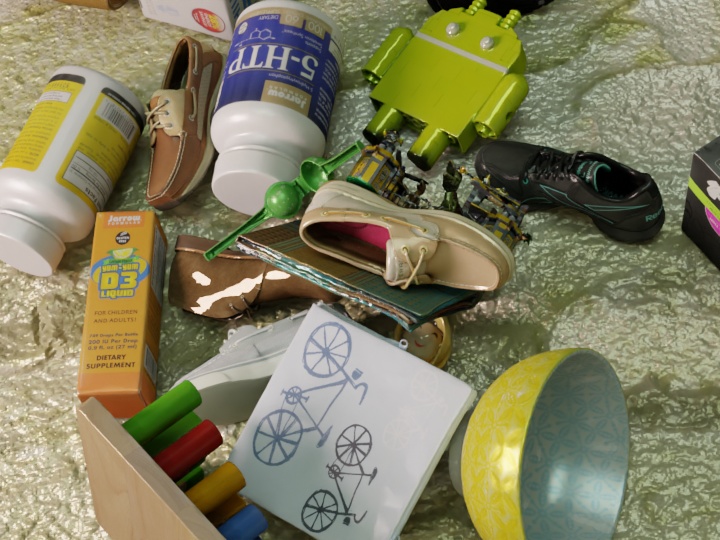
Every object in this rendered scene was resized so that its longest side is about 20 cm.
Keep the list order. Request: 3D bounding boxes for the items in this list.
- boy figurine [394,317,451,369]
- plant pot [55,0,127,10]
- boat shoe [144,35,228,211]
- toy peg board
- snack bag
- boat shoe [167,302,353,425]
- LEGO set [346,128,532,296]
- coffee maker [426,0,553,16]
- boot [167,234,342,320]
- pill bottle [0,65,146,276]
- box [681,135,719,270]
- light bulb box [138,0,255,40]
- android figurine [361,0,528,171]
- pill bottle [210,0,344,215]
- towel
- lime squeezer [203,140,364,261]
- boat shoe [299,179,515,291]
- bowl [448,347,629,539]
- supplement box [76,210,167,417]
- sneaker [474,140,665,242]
[{"bbox_3d":[0.029,0.120,1.243,0.124,0.065,0.200,31,74,24],"label":"boy figurine"},{"bbox_3d":[-0.342,-0.380,1.506,0.199,0.187,0.187,30,69,6],"label":"plant pot"},{"bbox_3d":[-0.192,-0.157,1.401,0.075,0.074,0.201,-18,48,39],"label":"boat shoe"},{"bbox_3d":[-0.138,0.207,1.155,0.098,0.201,0.199,-35,62,-27],"label":"toy peg board"},{"bbox_3d":[-0.011,0.142,1.177,0.199,0.021,0.190,24,81,34],"label":"snack bag"},{"bbox_3d":[-0.095,0.087,1.281,0.199,0.070,0.072,-20,51,-8],"label":"boat shoe"},{"bbox_3d":[0.083,-0.072,1.288,0.199,0.154,0.116,27,69,16],"label":"LEGO set"},{"bbox_3d":[0.156,-0.387,1.468,0.190,0.135,0.202,7,62,-15],"label":"coffee maker"},{"bbox_3d":[-0.101,0.019,1.310,0.198,0.074,0.076,8,75,28],"label":"boot"},{"bbox_3d":[-0.307,-0.100,1.378,0.110,0.112,0.201,16,65,16],"label":"pill bottle"},{"bbox_3d":[0.405,-0.036,1.221,0.124,0.149,0.200,-34,63,-9],"label":"box"},{"bbox_3d":[-0.167,-0.398,1.464,0.124,0.199,0.201,17,65,15],"label":"light bulb box"},{"bbox_3d":[0.092,-0.200,1.399,0.181,0.041,0.201,30,76,32],"label":"android figurine"},{"bbox_3d":[-0.088,-0.163,1.375,0.119,0.120,0.202,4,63,10],"label":"pill bottle"},{"bbox_3d":[0.000,0.000,1.250,0.199,0.146,0.022,24,109,24],"label":"towel"},{"bbox_3d":[-0.063,-0.069,1.275,0.199,0.038,0.071,-33,23,25],"label":"lime squeezer"},{"bbox_3d":[0.037,-0.017,1.199,0.198,0.074,0.069,18,42,18],"label":"boat shoe"},{"bbox_3d":[0.140,0.163,1.150,0.107,0.200,0.201,3,60,36],"label":"bowl"},{"bbox_3d":[-0.233,0.041,1.319,0.066,0.069,0.202,-3,60,4],"label":"supplement box"},{"bbox_3d":[0.206,-0.095,1.321,0.199,0.079,0.076,18,68,19],"label":"sneaker"}]
